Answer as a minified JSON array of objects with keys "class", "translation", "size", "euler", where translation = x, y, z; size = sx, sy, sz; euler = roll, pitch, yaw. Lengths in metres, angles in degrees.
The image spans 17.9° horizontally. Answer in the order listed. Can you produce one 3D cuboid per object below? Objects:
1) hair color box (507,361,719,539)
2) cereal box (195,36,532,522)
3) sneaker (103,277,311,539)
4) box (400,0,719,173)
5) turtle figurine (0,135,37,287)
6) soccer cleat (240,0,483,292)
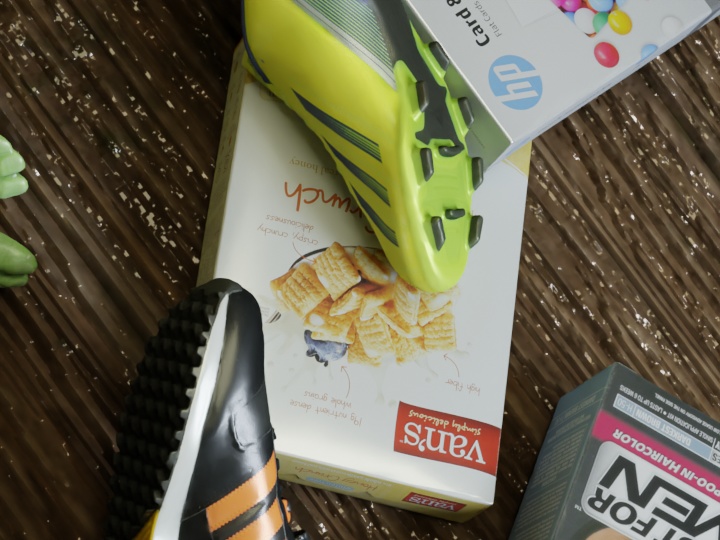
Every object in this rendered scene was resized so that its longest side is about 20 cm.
[{"class":"hair color box","translation":[0.109,0.154,1.001],"size":[0.098,0.061,0.201],"euler":[29,62,-11]},{"class":"cereal box","translation":[0.000,0.000,1.024],"size":[0.143,0.040,0.202],"euler":[14,65,-17]},{"class":"sneaker","translation":[-0.052,0.107,0.929],"size":[0.089,0.070,0.202],"euler":[11,88,-25]},{"class":"box","translation":[0.086,-0.159,1.078],"size":[0.199,0.041,0.156],"euler":[-33,83,-28]},{"class":"turtle figurine","translation":[-0.176,0.046,0.875],"size":[0.194,0.199,0.144],"euler":[-56,131,-33]},{"class":"soccer cleat","translation":[-0.007,-0.083,1.003],"size":[0.065,0.083,0.202],"euler":[-22,92,-63]}]
